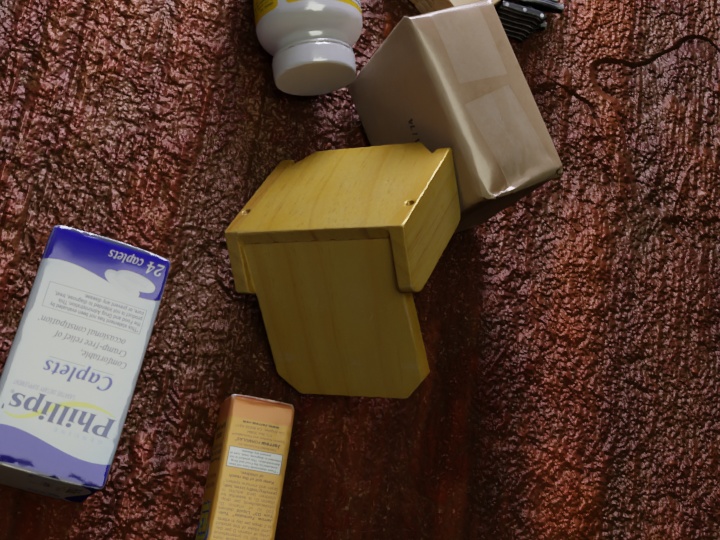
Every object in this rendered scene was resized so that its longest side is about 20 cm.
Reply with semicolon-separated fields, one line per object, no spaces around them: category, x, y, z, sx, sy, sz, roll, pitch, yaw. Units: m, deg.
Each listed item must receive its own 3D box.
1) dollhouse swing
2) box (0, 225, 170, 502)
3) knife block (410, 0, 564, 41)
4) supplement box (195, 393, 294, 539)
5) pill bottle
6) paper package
dollhouse swing;0.000;0.000;1.061;0.182;0.200;0.176;-57;135;-43
box;-0.254;0.089;0.937;0.105;0.184;0.200;18;70;-14
knife block;0.141;-0.352;1.255;0.175;0.064;0.200;-39;89;-24
supplement box;-0.114;0.222;1.010;0.069;0.067;0.201;11;71;-15
pill bottle;-0.059;-0.295;1.139;0.112;0.112;0.201;-2;76;-19
paper package;0.091;-0.147;1.112;0.103;0.191;0.200;-19;83;-25
